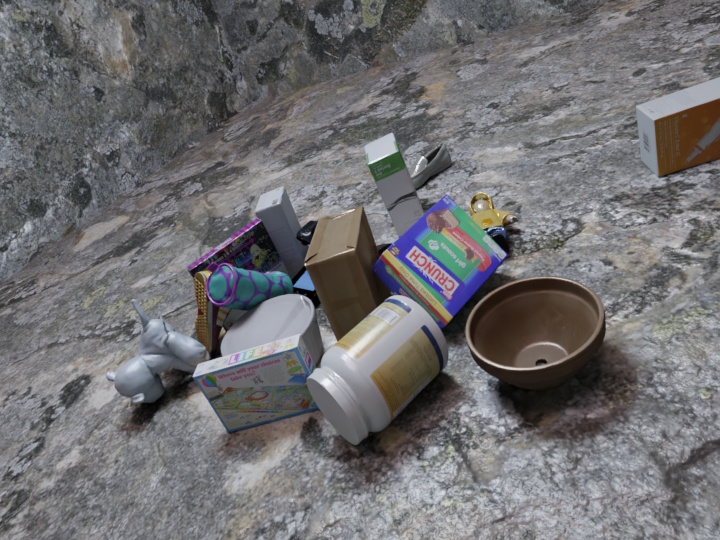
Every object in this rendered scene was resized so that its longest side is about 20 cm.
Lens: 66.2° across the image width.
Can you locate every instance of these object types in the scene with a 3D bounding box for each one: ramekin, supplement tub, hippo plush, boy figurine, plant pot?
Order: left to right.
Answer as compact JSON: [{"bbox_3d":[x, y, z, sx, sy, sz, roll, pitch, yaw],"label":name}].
[{"bbox_3d":[-0.411,0.197,1.123,0.156,0.201,0.164,24,68,15],"label":"hippo plush"},{"bbox_3d":[-0.162,0.145,1.065,0.197,0.096,0.204,-19,28,10],"label":"ramekin"},{"bbox_3d":[0.027,0.152,0.855,0.198,0.147,0.143,-37,31,-24],"label":"supplement tub"},{"bbox_3d":[0.271,-0.098,1.168,0.121,0.065,0.203,-17,33,19],"label":"boy figurine"},{"bbox_3d":[0.259,0.105,0.809,0.195,0.094,0.203,-19,29,11],"label":"plant pot"}]

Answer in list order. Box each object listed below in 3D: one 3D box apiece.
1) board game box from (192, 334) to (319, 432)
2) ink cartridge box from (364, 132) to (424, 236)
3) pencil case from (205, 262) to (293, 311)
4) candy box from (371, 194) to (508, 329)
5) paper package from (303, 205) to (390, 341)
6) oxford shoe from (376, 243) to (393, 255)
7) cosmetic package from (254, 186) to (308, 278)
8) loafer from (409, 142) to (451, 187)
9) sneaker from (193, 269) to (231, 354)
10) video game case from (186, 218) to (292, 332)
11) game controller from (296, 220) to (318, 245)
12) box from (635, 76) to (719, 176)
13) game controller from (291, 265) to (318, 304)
[{"bbox_3d":[-0.167,0.196,0.942,0.194,0.137,0.035,-16,28,12],"label":"board game box"},{"bbox_3d":[0.087,-0.209,1.350,0.082,0.204,0.147,-21,27,9],"label":"ink cartridge box"},{"bbox_3d":[-0.229,0.037,1.159,0.084,0.198,0.094,-34,69,21],"label":"pencil case"},{"bbox_3d":[0.147,-0.014,1.017,0.199,0.169,0.077,-41,-9,-27],"label":"candy box"},{"bbox_3d":[-0.017,0.012,1.063,0.100,0.204,0.193,-15,28,13],"label":"paper package"},{"bbox_3d":[0.000,0.000,1.223,0.195,0.075,0.084,-23,12,-1],"label":"oxford shoe"},{"bbox_3d":[-0.185,-0.087,1.351,0.072,0.204,0.103,-17,28,9],"label":"cosmetic package"},{"bbox_3d":[0.170,-0.288,1.548,0.198,0.071,0.069,-36,31,-20],"label":"loafer"},{"bbox_3d":[-0.306,0.089,1.193,0.088,0.206,0.074,-18,38,-38],"label":"sneaker"},{"bbox_3d":[-0.270,0.014,1.267,0.198,0.185,0.035,-38,31,-21],"label":"video game case"},{"bbox_3d":[-0.093,-0.084,1.349,0.043,0.102,0.200,-62,2,15],"label":"game controller"},{"bbox_3d":[0.678,-0.293,1.113,0.194,0.127,0.099,-17,29,13],"label":"box"},{"bbox_3d":[-0.103,0.015,1.289,0.102,0.043,0.201,0,38,37],"label":"game controller"}]
